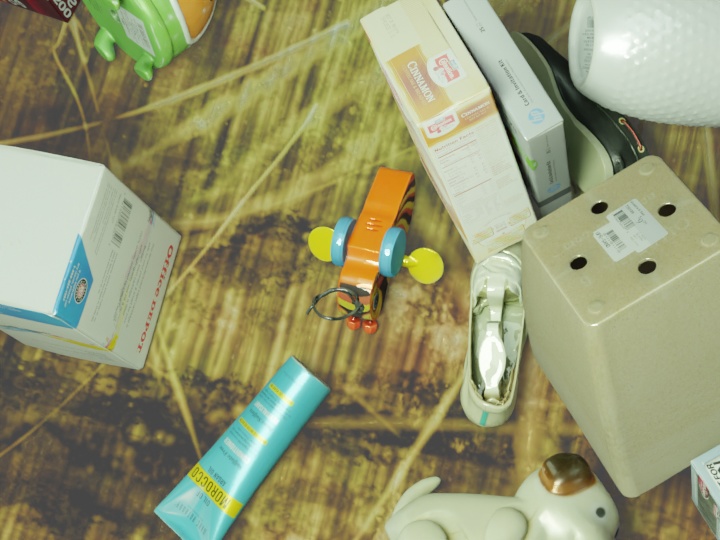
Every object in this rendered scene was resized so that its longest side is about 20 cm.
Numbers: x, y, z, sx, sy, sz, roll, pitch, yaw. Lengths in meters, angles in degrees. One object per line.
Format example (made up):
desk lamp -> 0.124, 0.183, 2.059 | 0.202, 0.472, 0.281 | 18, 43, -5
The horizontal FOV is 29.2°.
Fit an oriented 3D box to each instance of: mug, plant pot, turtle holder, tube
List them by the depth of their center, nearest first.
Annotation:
plant pot -> 0.242, 0.029, 1.170 | 0.199, 0.178, 0.200 | -31, 42, 2
mug -> 0.282, -0.218, 1.292 | 0.173, 0.200, 0.149 | 1, 113, -8
tube -> -0.109, 0.174, 1.312 | 0.077, 0.050, 0.201 | 37, 87, 34
turtle holder -> -0.231, -0.296, 1.464 | 0.132, 0.142, 0.185 | -41, 27, -19

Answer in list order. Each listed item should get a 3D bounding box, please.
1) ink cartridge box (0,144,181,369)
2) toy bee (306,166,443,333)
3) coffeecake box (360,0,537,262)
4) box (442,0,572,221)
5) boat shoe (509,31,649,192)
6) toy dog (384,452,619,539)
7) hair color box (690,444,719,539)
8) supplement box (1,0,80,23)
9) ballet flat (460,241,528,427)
ink cartridge box -> -0.287, -0.009, 1.329 | 0.143, 0.200, 0.149 | 11, 74, 18
toy bee -> 0.000, 0.000, 1.326 | 0.130, 0.109, 0.200 | 31, 55, 28
coffeecake box -> 0.084, -0.131, 1.266 | 0.072, 0.201, 0.154 | -26, 49, 2
box -> 0.140, -0.147, 1.277 | 0.041, 0.200, 0.157 | -28, 68, 0
boat shoe -> 0.205, -0.157, 1.343 | 0.062, 0.074, 0.202 | -18, 58, -24
toy dog -> 0.129, 0.242, 1.197 | 0.198, 0.141, 0.194 | -22, 26, 6
hair color box -> 0.378, 0.152, 1.166 | 0.198, 0.099, 0.061 | -29, 60, -2
supplement box -> -0.410, -0.348, 1.523 | 0.198, 0.109, 0.061 | 20, 75, 19
ballet flat -> 0.129, 0.044, 1.288 | 0.069, 0.070, 0.203 | 2, 72, 13
